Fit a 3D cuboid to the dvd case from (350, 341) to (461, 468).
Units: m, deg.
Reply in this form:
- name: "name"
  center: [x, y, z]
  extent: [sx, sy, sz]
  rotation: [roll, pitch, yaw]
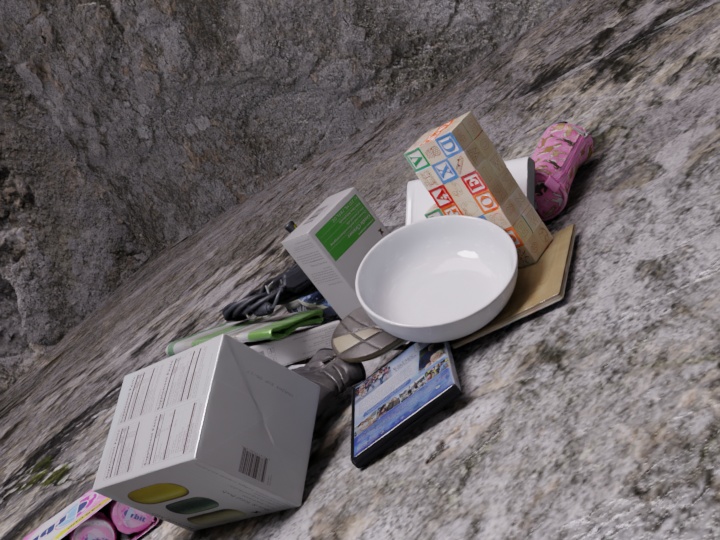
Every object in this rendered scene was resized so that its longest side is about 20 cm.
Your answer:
- name: "dvd case"
  center: [0.048, 0.140, 1.132]
  extent: [0.142, 0.018, 0.200]
  rotation: [-38, 12, 10]

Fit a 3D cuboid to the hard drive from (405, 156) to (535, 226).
- name: "hard drive"
  center: [0.152, -0.079, 1.385]
  extent: [0.199, 0.027, 0.133]
  rotation: [-9, 70, 37]

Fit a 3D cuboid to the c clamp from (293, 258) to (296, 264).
- name: "c clamp"
  center: [-0.018, -0.021, 1.602]
  extent: [0.199, 0.027, 0.171]
  rotation: [10, -22, -37]

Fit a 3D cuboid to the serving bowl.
- name: "serving bowl"
  center: [0.097, 0.020, 1.194]
  extent: [0.199, 0.066, 0.201]
  rotation: [-11, 38, 9]

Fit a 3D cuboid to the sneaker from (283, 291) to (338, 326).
- name: "sneaker"
  center: [-0.061, 0.061, 1.553]
  extent: [0.077, 0.085, 0.200]
  rotation: [-30, 13, -19]

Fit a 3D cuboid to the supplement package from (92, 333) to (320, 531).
- name: "supplement package"
  center: [-0.176, 0.193, 1.127]
  extent: [0.200, 0.152, 0.151]
  rotation: [-23, 46, 40]

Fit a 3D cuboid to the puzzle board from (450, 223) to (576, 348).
- name: "puzzle board"
  center: [0.196, 0.020, 1.218]
  extent: [0.150, 0.017, 0.200]
  rotation: [-29, 14, 28]

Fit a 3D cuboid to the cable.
- name: "cable"
  center: [-0.120, 0.031, 1.506]
  extent: [0.163, 0.051, 0.200]
  rotation: [-27, 6, 38]

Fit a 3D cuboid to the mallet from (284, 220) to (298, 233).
- name: "mallet"
  center: [-0.032, -0.004, 1.468]
  extent: [0.041, 0.200, 0.066]
  rotation: [-45, -3, 28]

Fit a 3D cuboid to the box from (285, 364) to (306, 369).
- name: "box"
  center: [-0.161, 0.210, 1.368]
  extent: [0.200, 0.041, 0.156]
  rotation: [-41, 14, -29]

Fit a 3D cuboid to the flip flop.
- name: "flip flop"
  center: [0.059, 0.067, 1.253]
  extent: [0.199, 0.058, 0.081]
  rotation: [-27, 47, -8]

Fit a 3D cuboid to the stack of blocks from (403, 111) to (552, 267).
- name: "stack of blocks"
  center: [0.142, -0.090, 1.259]
  extent: [0.115, 0.200, 0.059]
  rotation: [-20, 20, 46]

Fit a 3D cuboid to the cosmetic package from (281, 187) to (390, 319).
- name: "cosmetic package"
  center: [0.000, 0.000, 1.352]
  extent: [0.108, 0.200, 0.085]
  rotation: [-48, 16, -28]

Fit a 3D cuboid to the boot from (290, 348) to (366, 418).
- name: "boot"
  center: [-0.095, 0.147, 1.288]
  extent: [0.199, 0.070, 0.132]
  rotation: [12, 36, 41]

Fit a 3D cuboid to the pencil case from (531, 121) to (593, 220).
- name: "pencil case"
  center: [0.284, -0.147, 1.442]
  extent: [0.082, 0.087, 0.200]
  rotation: [14, 36, 19]

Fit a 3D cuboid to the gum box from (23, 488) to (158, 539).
- name: "gum box"
  center: [-0.359, 0.347, 1.318]
  extent: [0.200, 0.066, 0.113]
  rotation: [-36, 13, -5]

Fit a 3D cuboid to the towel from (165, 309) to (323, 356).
- name: "towel"
  center: [-0.170, 0.096, 1.451]
  extent: [0.199, 0.031, 0.149]
  rotation: [-10, 6, 31]

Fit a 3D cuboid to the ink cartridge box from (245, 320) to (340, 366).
- name: "ink cartridge box"
  center: [-0.150, 0.124, 1.467]
  extent: [0.199, 0.045, 0.176]
  rotation: [-14, 1, -35]
